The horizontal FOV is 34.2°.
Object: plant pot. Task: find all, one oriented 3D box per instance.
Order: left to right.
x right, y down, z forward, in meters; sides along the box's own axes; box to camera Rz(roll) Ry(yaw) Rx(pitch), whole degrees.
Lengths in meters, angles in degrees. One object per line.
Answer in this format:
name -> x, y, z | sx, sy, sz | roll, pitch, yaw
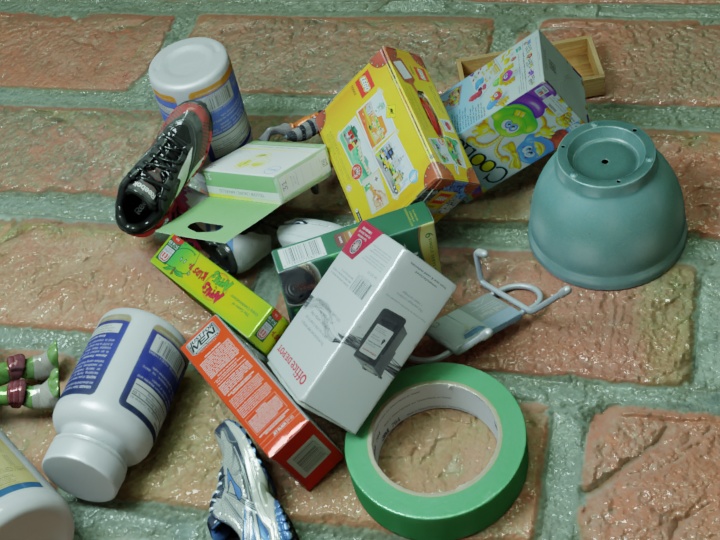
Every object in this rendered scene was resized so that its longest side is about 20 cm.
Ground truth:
plant pot -> 0.300, -0.095, 1.430 | 0.198, 0.135, 0.202 | -7, 47, 7

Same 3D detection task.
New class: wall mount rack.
wall mount rack -> 0.144, 0.045, 1.348 | 0.199, 0.075, 0.173 | -27, 32, -24

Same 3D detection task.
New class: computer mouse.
computer mouse -> -0.066, -0.050, 1.496 | 0.198, 0.044, 0.110 | 24, 31, 13

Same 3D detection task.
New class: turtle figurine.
turtle figurine -> -0.457, 0.108, 1.389 | 0.191, 0.144, 0.203 | -4, 88, -15

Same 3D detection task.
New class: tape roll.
tape roll -> 0.083, 0.194, 1.273 | 0.198, 0.048, 0.202 | -7, 46, 7

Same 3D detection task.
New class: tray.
tray -> 0.242, -0.277, 1.677 | 0.197, 0.037, 0.099 | -9, 46, 3

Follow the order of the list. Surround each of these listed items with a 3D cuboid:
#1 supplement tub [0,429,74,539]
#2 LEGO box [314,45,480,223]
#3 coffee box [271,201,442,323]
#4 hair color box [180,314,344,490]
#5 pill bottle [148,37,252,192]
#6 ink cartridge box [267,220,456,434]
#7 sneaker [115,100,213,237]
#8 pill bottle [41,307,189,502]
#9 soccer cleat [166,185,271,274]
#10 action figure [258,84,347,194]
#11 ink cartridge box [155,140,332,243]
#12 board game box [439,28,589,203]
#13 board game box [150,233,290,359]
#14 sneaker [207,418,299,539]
supplement tub -> -0.418, 0.252, 1.265 | 0.144, 0.146, 0.199 | -39, 51, -22
LEGO box -> 0.042, -0.153, 1.475 | 0.077, 0.149, 0.202 | 3, 57, -45
coffee box -> 0.000, 0.000, 1.418 | 0.198, 0.124, 0.044 | -18, 45, -6
hair color box -> -0.112, 0.147, 1.317 | 0.061, 0.102, 0.200 | -42, 50, -4
pill bottle -> -0.210, -0.206, 1.599 | 0.111, 0.201, 0.113 | -6, 46, 7
ink cartridge box -> -0.003, 0.060, 1.304 | 0.201, 0.083, 0.145 | -55, 24, 2
sneaker -> -0.253, -0.125, 1.491 | 0.070, 0.202, 0.098 | 33, 11, -3
pill bottle -> -0.282, 0.155, 1.341 | 0.118, 0.120, 0.201 | 6, 49, 17
soccer cleat -> -0.195, -0.064, 1.567 | 0.086, 0.070, 0.200 | -27, 51, -29
action figure -> -0.013, -0.191, 1.610 | 0.193, 0.105, 0.199 | -40, 55, -22
ink cartridge box -> -0.152, -0.105, 1.491 | 0.144, 0.048, 0.199 | 9, 32, 43
board game box -> 0.181, -0.195, 1.507 | 0.199, 0.103, 0.106 | -30, 38, 31
board game box -> -0.160, 0.038, 1.423 | 0.199, 0.102, 0.048 | 33, 80, 37
sneaker -> -0.132, 0.245, 1.257 | 0.084, 0.077, 0.201 | -26, 47, -6
